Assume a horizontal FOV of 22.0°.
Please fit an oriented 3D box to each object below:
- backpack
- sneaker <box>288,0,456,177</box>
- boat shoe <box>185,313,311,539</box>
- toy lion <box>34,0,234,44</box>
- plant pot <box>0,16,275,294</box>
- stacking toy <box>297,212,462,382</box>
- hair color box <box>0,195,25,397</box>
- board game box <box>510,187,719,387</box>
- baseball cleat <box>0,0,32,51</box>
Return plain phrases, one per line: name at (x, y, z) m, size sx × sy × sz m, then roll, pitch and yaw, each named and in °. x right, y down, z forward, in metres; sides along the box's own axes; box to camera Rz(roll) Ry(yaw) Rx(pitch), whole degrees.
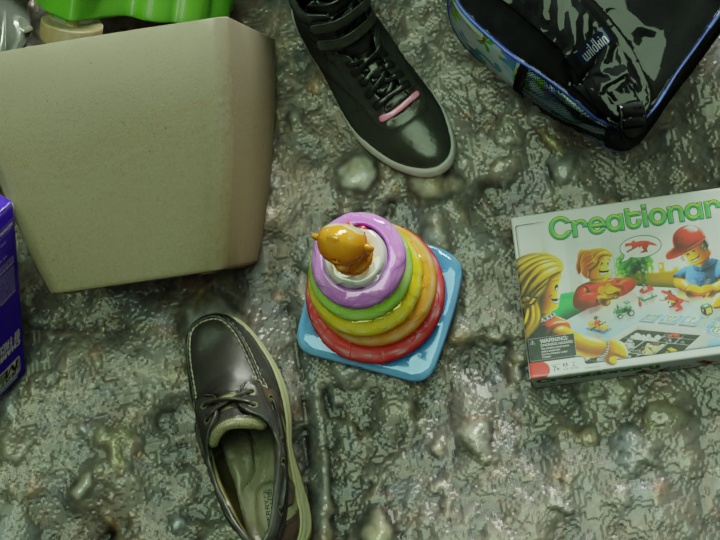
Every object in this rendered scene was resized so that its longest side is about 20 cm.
backpack at (0.166, -0.205, 1.384) m, size 0.199 × 0.147 × 0.183 m, roll 35°, pitch 85°, yaw 8°
sneaker at (0.002, -0.161, 1.430) m, size 0.071 × 0.099 × 0.201 m, roll -34°, pitch 73°, yaw -2°
boat shoe at (-0.086, 0.119, 1.385) m, size 0.073 × 0.065 × 0.201 m, roll -23°, pitch 71°, yaw 5°
toy lion at (-0.205, -0.234, 1.457) m, size 0.199 × 0.191 × 0.069 m, roll 25°, pitch 117°, yaw 31°
plant pot at (-0.166, -0.080, 1.394) m, size 0.198 × 0.200 × 0.178 m, roll -7°, pitch 91°, yaw 8°
stacking toy at (0.000, 0.000, 1.332) m, size 0.115 × 0.200 × 0.110 m, roll 14°, pitch 78°, yaw 14°
hair color box at (-0.315, 0.011, 1.386) m, size 0.109 × 0.201 × 0.065 m, roll 27°, pitch 53°, yaw 17°
board game box at (0.217, 0.011, 1.376) m, size 0.198 × 0.035 × 0.127 m, roll -8°, pitch 73°, yaw 8°
baseball cleat at (-0.318, -0.161, 1.504) m, size 0.106 × 0.070 × 0.201 m, roll -25°, pitch 53°, yaw 28°
